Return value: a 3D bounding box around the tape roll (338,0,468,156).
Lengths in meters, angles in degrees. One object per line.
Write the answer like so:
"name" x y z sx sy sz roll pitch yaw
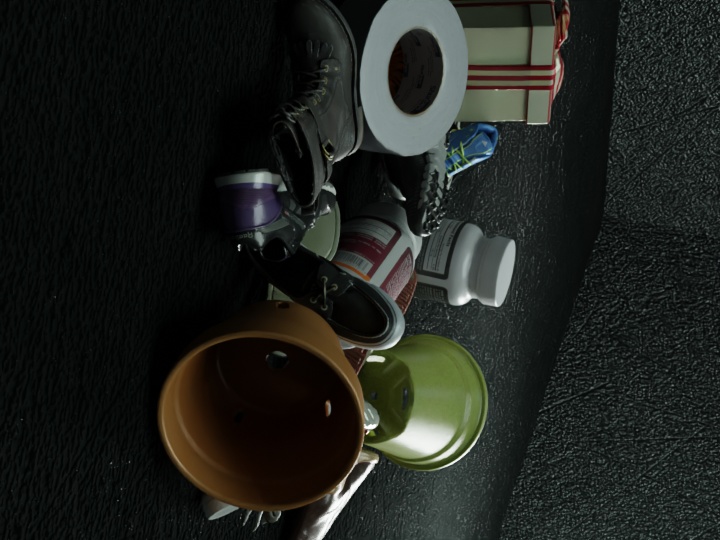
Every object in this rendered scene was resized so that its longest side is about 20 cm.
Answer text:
"tape roll" 0.043 -0.238 1.489 0.200 0.066 0.200 -15 110 -46

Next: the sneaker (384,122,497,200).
"sneaker" 0.122 -0.167 1.780 0.200 0.105 0.076 -35 97 -42

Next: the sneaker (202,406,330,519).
"sneaker" -0.115 0.184 1.406 0.200 0.116 0.074 -32 171 -23

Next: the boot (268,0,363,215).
"boot" -0.051 -0.173 1.257 0.174 0.069 0.200 -54 131 -64

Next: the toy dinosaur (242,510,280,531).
"toy dinosaur" -0.089 0.218 1.502 0.077 0.102 0.200 58 18 -13

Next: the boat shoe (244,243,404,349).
"boat shoe" -0.044 0.020 1.315 0.069 0.200 0.057 -59 153 3

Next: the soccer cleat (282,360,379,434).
"soccer cleat" -0.028 0.151 1.572 0.200 0.069 0.078 31 88 -51

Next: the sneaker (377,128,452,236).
"sneaker" 0.065 -0.127 1.602 0.066 0.090 0.200 53 37 -53

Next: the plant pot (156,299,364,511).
"plant pot" -0.092 0.119 1.255 0.140 0.200 0.200 -82 177 -65

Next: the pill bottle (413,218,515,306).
"pill bottle" 0.104 -0.016 1.731 0.116 0.200 0.116 13 90 -73

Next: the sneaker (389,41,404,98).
"sneaker" 0.033 -0.253 1.583 0.200 0.078 0.112 -60 139 -23

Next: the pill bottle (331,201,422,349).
"pill bottle" 0.000 0.000 1.558 0.200 0.114 0.114 -53 150 -53

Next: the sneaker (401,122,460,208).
"sneaker" 0.115 -0.145 1.903 0.091 0.066 0.200 61 42 -62

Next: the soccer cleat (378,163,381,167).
"soccer cleat" 0.081 -0.214 1.701 0.069 0.078 0.200 8 93 -72

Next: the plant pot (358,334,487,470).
"plant pot" 0.053 0.182 1.769 0.184 0.200 0.200 17 85 -62

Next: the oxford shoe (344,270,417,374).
"oxford shoe" 0.003 0.072 1.674 0.200 0.071 0.074 -52 179 -10

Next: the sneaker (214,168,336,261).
"sneaker" -0.086 -0.051 1.293 0.200 0.076 0.088 1 83 -64

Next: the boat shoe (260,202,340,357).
"boat shoe" -0.074 0.005 1.416 0.066 0.074 0.199 138 -37 -69

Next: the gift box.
"gift box" 0.201 -0.335 1.793 0.185 0.187 0.200 87 5 -47

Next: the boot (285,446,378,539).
"boot" -0.049 0.317 1.740 0.166 0.072 0.200 -66 164 1
